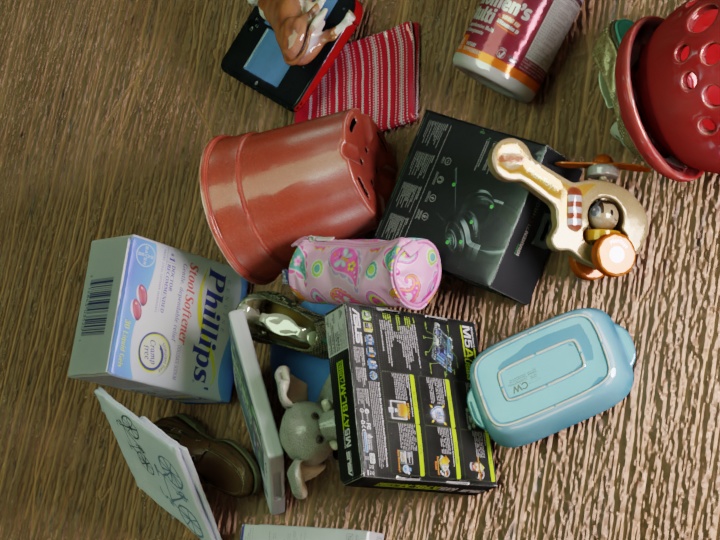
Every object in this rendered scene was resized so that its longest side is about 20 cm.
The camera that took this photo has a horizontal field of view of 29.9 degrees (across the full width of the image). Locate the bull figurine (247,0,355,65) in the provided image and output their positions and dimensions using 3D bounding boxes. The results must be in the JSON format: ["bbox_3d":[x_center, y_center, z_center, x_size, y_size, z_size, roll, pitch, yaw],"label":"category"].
[{"bbox_3d":[-0.085,-0.353,1.802,0.121,0.065,0.201,-39,48,18],"label":"bull figurine"}]

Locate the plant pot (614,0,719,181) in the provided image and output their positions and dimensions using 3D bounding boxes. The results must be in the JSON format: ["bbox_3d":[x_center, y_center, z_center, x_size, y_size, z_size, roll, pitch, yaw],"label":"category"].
[{"bbox_3d":[0.373,-0.188,1.370,0.182,0.200,0.202,-17,66,41],"label":"plant pot"}]

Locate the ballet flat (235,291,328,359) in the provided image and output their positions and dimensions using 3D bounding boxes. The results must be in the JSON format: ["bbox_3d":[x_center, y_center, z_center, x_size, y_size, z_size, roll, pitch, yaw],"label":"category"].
[{"bbox_3d":[-0.106,0.063,1.683,0.199,0.075,0.068,15,90,41],"label":"ballet flat"}]

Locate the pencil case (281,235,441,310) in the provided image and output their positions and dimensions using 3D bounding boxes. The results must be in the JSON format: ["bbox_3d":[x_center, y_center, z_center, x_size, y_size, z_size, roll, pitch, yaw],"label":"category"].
[{"bbox_3d":[0.000,0.000,1.567,0.199,0.087,0.088,4,78,47],"label":"pencil case"}]

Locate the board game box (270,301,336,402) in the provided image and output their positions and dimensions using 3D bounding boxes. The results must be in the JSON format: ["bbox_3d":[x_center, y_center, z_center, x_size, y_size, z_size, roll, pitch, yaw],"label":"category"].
[{"bbox_3d":[-0.027,0.102,1.687,0.200,0.039,0.159,-40,59,28],"label":"board game box"}]

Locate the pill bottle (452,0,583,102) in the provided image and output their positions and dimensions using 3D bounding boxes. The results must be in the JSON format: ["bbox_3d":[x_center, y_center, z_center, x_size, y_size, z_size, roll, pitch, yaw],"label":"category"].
[{"bbox_3d":[0.199,-0.310,1.596,0.109,0.109,0.201,30,95,40],"label":"pill bottle"}]

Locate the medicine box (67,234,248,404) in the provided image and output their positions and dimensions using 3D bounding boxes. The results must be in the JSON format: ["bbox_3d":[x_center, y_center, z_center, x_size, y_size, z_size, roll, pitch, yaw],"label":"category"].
[{"bbox_3d":[-0.261,0.068,1.769,0.103,0.199,0.184,-6,72,47],"label":"medicine box"}]

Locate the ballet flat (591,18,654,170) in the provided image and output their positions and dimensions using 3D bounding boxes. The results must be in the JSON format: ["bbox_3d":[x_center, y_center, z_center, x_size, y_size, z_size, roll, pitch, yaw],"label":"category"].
[{"bbox_3d":[0.306,-0.186,1.514,0.065,0.070,0.201,-46,45,52],"label":"ballet flat"}]

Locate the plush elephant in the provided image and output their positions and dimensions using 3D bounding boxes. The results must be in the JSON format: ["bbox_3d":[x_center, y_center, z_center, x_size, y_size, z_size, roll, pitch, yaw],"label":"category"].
[{"bbox_3d":[-0.024,0.176,1.553,0.199,0.155,0.166,-20,83,29],"label":"plush elephant"}]

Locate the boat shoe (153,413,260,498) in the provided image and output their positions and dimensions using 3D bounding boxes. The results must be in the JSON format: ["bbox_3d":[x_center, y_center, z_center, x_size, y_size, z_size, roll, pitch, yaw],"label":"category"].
[{"bbox_3d":[-0.210,0.248,1.748,0.199,0.068,0.073,19,111,45],"label":"boat shoe"}]

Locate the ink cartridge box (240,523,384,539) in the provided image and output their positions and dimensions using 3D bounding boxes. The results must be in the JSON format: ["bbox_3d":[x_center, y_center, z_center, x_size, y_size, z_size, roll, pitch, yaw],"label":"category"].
[{"bbox_3d":[-0.064,0.360,1.630,0.199,0.039,0.100,-3,74,36],"label":"ink cartridge box"}]

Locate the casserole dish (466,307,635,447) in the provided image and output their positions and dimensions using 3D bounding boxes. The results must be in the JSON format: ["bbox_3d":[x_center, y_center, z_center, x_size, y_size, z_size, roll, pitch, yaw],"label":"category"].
[{"bbox_3d":[0.203,0.113,1.478,0.199,0.039,0.122,-26,63,16],"label":"casserole dish"}]

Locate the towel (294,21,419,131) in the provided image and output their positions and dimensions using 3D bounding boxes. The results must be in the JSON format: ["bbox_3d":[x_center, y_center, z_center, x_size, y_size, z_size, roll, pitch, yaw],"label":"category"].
[{"bbox_3d":[-0.008,-0.243,1.793,0.199,0.022,0.146,-11,70,35],"label":"towel"}]

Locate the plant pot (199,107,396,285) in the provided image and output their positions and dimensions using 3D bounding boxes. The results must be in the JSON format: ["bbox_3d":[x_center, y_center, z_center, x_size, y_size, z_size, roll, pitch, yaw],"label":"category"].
[{"bbox_3d":[-0.066,-0.104,1.696,0.194,0.201,0.202,-17,65,23],"label":"plant pot"}]

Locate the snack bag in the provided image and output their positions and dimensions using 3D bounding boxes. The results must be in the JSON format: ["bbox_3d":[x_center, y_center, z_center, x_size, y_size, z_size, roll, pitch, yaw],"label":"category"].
[{"bbox_3d":[-0.259,0.255,1.741,0.021,0.190,0.199,-36,39,-26],"label":"snack bag"}]

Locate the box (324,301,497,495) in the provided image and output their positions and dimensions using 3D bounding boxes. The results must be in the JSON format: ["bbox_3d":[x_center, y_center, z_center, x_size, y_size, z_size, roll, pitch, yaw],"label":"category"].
[{"bbox_3d":[0.057,0.144,1.505,0.047,0.192,0.201,-30,59,45],"label":"box"}]

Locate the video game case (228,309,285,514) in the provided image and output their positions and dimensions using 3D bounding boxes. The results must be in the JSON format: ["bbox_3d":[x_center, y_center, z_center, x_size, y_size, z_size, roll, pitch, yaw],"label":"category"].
[{"bbox_3d":[-0.128,0.177,1.666,0.023,0.182,0.201,-12,60,-10],"label":"video game case"}]

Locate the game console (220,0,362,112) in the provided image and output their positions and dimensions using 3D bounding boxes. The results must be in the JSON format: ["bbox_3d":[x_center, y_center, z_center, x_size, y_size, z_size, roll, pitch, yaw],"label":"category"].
[{"bbox_3d":[-0.097,-0.323,1.859,0.177,0.031,0.200,-55,44,-1],"label":"game console"}]

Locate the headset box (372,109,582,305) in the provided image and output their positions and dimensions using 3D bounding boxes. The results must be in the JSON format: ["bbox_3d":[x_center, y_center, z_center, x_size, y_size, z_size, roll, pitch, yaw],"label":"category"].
[{"bbox_3d":[0.140,-0.074,1.575,0.199,0.093,0.175,21,88,40],"label":"headset box"}]

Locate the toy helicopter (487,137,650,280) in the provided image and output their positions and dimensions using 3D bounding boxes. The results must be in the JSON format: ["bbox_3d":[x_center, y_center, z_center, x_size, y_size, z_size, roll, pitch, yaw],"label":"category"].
[{"bbox_3d":[0.229,-0.086,1.465,0.133,0.199,0.079,-59,10,-11],"label":"toy helicopter"}]
